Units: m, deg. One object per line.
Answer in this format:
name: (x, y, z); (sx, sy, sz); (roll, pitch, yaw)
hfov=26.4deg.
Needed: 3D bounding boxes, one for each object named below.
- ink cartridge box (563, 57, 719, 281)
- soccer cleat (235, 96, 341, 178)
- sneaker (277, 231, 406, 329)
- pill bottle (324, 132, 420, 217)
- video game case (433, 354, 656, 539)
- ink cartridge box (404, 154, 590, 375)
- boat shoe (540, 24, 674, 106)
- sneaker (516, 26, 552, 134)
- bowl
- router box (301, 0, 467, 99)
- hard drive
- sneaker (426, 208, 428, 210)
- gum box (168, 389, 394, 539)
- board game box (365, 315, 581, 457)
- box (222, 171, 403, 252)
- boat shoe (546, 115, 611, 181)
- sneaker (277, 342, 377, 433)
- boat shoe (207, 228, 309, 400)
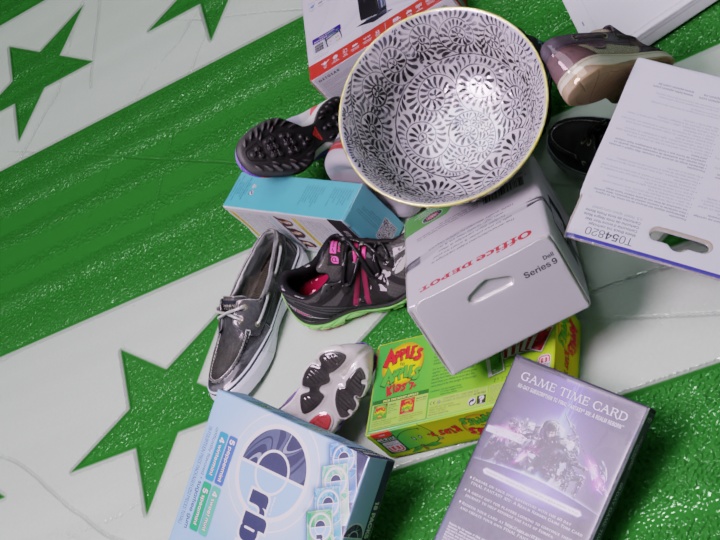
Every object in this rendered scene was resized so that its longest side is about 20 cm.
ink cartridge box: (0.302, -0.077, 1.339); (0.199, 0.041, 0.201); (18, 66, 21)
soccer cleat: (-0.079, -0.138, 1.716); (0.073, 0.068, 0.200); (-31, 0, 41)
sneaker: (0.000, 0.000, 1.572); (0.199, 0.084, 0.077); (-26, 44, 24)
pill bottle: (0.054, -0.168, 1.638); (0.116, 0.116, 0.201); (10, 66, 46)
video game case: (0.148, 0.185, 1.294); (0.143, 0.019, 0.201); (21, 83, 41)
ink cartridge box: (0.121, -0.009, 1.412); (0.146, 0.084, 0.200); (-28, 21, 14)
boat shoe: (0.233, -0.199, 1.450); (0.072, 0.200, 0.065); (-43, 74, 34)
sneaker: (0.155, -0.143, 1.561); (0.075, 0.079, 0.201); (17, 92, 57)
bowl: (0.087, -0.137, 1.448); (0.200, 0.094, 0.202); (-6, 70, 16)
router box: (0.025, -0.317, 1.841); (0.199, 0.049, 0.180); (-30, 42, 21)
hard drive: (0.312, -0.300, 1.587); (0.200, 0.026, 0.132); (-34, 41, 17)
sneaker: (0.076, -0.147, 1.543); (0.074, 0.080, 0.201); (-17, 67, 54)
gum box: (-0.079, 0.222, 1.426); (0.199, 0.044, 0.171); (20, 91, 38)
board game box: (0.104, 0.102, 1.422); (0.199, 0.048, 0.102); (-16, 48, 32)
box: (-0.054, -0.060, 1.673); (0.199, 0.082, 0.049); (9, 65, 45)
boat shoe: (0.246, -0.117, 1.469); (0.069, 0.057, 0.200); (-54, 40, -8)
sneaker: (-0.048, 0.150, 1.515); (0.081, 0.083, 0.200); (46, 108, 8)
boat shoe: (-0.125, 0.046, 1.657); (0.072, 0.071, 0.201); (-1, 58, 41)
